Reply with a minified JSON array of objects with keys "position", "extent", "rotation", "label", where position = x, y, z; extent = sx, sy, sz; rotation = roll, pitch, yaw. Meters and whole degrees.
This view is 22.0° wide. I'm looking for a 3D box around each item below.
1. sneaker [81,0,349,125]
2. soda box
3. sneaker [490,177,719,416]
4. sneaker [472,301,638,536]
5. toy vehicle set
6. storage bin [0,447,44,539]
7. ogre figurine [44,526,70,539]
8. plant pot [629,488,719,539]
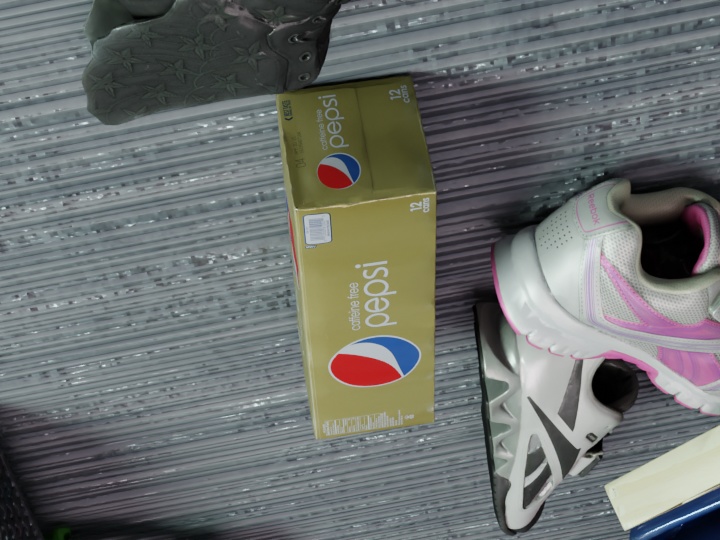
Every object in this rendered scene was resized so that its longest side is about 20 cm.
[{"position":[-0.028,-0.115,0.712],"extent":[0.199,0.060,0.104],"rotation":[-13,145,14],"label":"sneaker"},{"position":[0.000,0.000,0.875],"extent":[0.064,0.068,0.200],"rotation":[-8,146,-4],"label":"soda box"},{"position":[0.166,0.011,0.923],"extent":[0.199,0.082,0.088],"rotation":[14,141,-33],"label":"sneaker"},{"position":[0.110,0.086,1.024],"extent":[0.088,0.074,0.200],"rotation":[-7,147,0],"label":"sneaker"},{"position":[0.231,0.089,1.026],"extent":[0.124,0.027,0.200],"rotation":[-33,167,31],"label":"toy vehicle set"},{"position":[-0.248,0.182,1.020],"extent":[0.135,0.094,0.200],"rotation":[-4,138,7],"label":"storage bin"},{"position":[-0.120,0.230,1.164],"extent":[0.119,0.098,0.201],"rotation":[-4,115,13],"label":"ogre figurine"},{"position":[0.294,0.216,1.167],"extent":[0.200,0.180,0.200],"rotation":[-30,142,27],"label":"plant pot"}]
